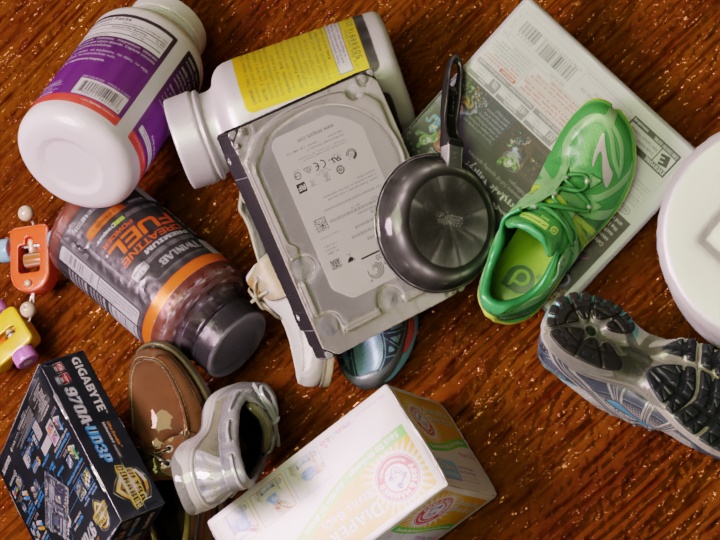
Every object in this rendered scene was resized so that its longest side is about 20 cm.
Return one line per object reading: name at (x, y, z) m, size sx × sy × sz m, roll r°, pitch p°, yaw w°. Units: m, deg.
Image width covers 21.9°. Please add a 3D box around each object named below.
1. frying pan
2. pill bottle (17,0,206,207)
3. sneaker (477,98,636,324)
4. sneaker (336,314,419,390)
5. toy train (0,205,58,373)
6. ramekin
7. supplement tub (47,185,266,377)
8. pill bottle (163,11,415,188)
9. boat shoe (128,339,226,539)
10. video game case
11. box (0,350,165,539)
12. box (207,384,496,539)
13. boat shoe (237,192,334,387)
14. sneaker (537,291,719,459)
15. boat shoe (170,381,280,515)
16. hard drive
frying pan at (0.082, -0.070, 1.513) m, size 0.031 × 0.115 × 0.190 m, roll -5°, pitch 53°, yaw 62°
pill bottle at (-0.212, -0.155, 1.643) m, size 0.112 × 0.113 × 0.200 m, roll 5°, pitch 44°, yaw 24°
sneaker at (0.159, -0.042, 1.484) m, size 0.074 × 0.084 × 0.200 m, roll 29°, pitch 98°, yaw 9°
sneaker at (0.000, 0.000, 1.576) m, size 0.079 × 0.096 × 0.200 m, roll 1°, pitch 82°, yaw 24°
toy train at (-0.355, 0.029, 1.753) m, size 0.200 × 0.056 × 0.150 m, roll -13°, pitch 76°, yaw 18°
ramekin at (0.323, -0.025, 1.427) m, size 0.200 × 0.098 × 0.201 m, roll -1°, pitch 86°, yaw 19°
supplement tub at (-0.176, 0.009, 1.647) m, size 0.200 × 0.107 × 0.107 m, roll 38°, pitch 98°, yaw 23°
pill bottle at (-0.061, -0.140, 1.587) m, size 0.200 × 0.111 × 0.111 m, roll -19°, pitch 74°, yaw 1°
boat shoe at (-0.161, 0.162, 1.595) m, size 0.072 × 0.068 × 0.200 m, roll -8°, pitch 105°, yaw 29°
video game case at (0.150, -0.093, 1.537) m, size 0.200 × 0.023 × 0.182 m, roll 44°, pitch 100°, yaw 6°
box at (-0.249, 0.186, 1.622) m, size 0.159 × 0.046 × 0.200 m, roll 59°, pitch 146°, yaw 20°
box at (-0.006, 0.197, 1.539) m, size 0.200 × 0.112 × 0.101 m, roll -38°, pitch 65°, yaw 13°
boat shoe at (-0.064, 0.010, 1.598) m, size 0.068 × 0.075 × 0.200 m, roll -2°, pitch 61°, yaw -14°
sneaker at (0.231, 0.090, 1.481) m, size 0.200 × 0.086 × 0.078 m, roll 33°, pitch 64°, yaw 5°
boat shoe at (-0.098, 0.143, 1.548) m, size 0.065 × 0.202 × 0.074 m, roll -16°, pitch 99°, yaw 17°
hard drive at (-0.014, -0.046, 1.502) m, size 0.140 × 0.038 × 0.200 m, roll -25°, pitch 99°, yaw -21°
